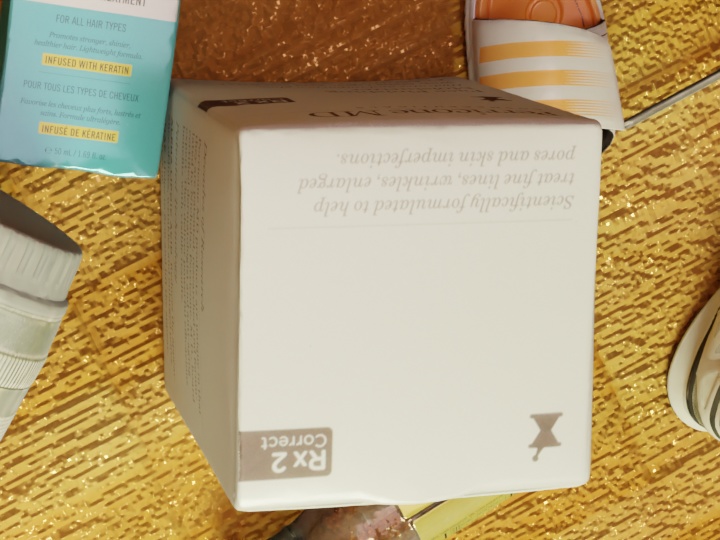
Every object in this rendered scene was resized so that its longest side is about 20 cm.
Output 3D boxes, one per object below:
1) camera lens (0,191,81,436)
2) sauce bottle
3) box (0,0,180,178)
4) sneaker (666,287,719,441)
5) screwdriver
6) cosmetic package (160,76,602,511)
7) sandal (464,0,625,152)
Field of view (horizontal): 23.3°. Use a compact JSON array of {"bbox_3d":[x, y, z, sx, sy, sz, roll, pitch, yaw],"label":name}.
[{"bbox_3d":[-0.234,0.044,0.771,0.159,0.160,0.201,29,92,-19],"label":"camera lens"},{"bbox_3d":[0.020,0.118,0.919,0.199,0.066,0.066,-29,108,-9],"label":"sauce bottle"},{"bbox_3d":[-0.126,-0.149,0.830,0.082,0.049,0.202,5,100,-17],"label":"box"},{"bbox_3d":[0.241,0.006,0.933,0.075,0.115,0.202,18,95,-19],"label":"sneaker"},{"bbox_3d":[0.225,-0.120,0.952,0.199,0.028,0.029,-32,137,-6],"label":"screwdriver"},{"bbox_3d":[0.000,0.000,0.817,0.163,0.200,0.167,-3,102,-16],"label":"cosmetic package"},{"bbox_3d":[0.103,-0.068,0.907,0.078,0.059,0.209,-8,103,-15],"label":"sandal"}]
